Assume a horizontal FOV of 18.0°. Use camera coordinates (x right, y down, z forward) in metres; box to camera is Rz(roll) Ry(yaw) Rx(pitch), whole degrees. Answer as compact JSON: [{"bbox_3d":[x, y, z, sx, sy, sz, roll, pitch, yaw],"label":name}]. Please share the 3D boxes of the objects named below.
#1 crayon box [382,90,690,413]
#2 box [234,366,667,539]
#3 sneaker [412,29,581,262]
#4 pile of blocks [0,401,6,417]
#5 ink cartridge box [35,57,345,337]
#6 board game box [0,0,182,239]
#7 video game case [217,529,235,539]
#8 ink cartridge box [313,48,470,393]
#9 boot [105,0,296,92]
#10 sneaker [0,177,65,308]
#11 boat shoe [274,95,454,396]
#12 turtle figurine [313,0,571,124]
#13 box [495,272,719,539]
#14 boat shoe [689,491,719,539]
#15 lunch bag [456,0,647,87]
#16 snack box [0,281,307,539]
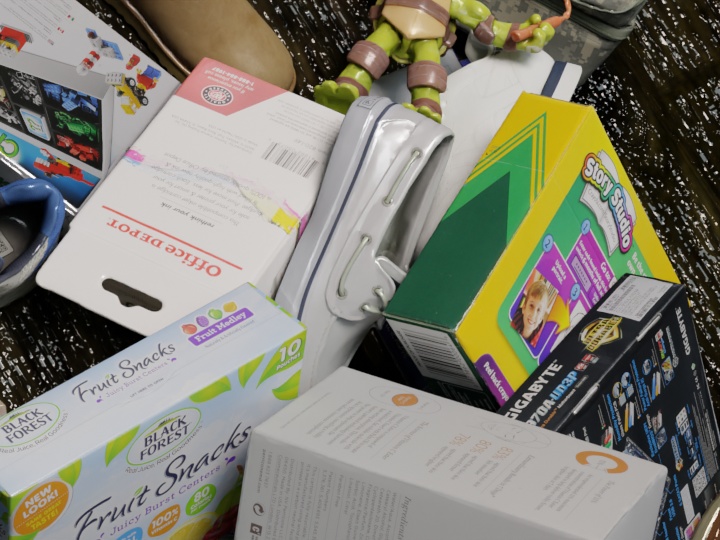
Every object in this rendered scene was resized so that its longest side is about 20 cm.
[{"bbox_3d":[0.112,0.023,1.374,0.173,0.058,0.200,-58,139,-24],"label":"crayon box"},{"bbox_3d":[0.048,0.139,1.230,0.200,0.098,0.124,16,20,19],"label":"box"},{"bbox_3d":[0.068,-0.072,1.429,0.080,0.076,0.200,29,50,1],"label":"sneaker"},{"bbox_3d":[-0.224,0.093,1.212,0.200,0.062,0.082,27,91,-30],"label":"pile of blocks"},{"bbox_3d":[-0.093,-0.022,1.339,0.116,0.068,0.200,24,54,15],"label":"ink cartridge box"},{"bbox_3d":[-0.220,-0.127,1.362,0.200,0.035,0.126,38,55,-7],"label":"board game box"},{"bbox_3d":[-0.046,0.143,1.340,0.200,0.018,0.143,15,62,-22],"label":"video game case"},{"bbox_3d":[0.068,-0.043,1.474,0.200,0.043,0.196,-25,81,-33],"label":"ink cartridge box"},{"bbox_3d":[-0.080,-0.193,1.366,0.175,0.200,0.066,37,58,-8],"label":"boot"},{"bbox_3d":[-0.241,0.007,1.258,0.077,0.085,0.200,47,55,-2],"label":"sneaker"},{"bbox_3d":[0.000,0.000,1.321,0.067,0.200,0.074,18,9,22],"label":"boat shoe"},{"bbox_3d":[0.023,-0.157,1.419,0.200,0.064,0.161,25,57,-6],"label":"turtle figurine"},{"bbox_3d":[0.158,0.127,1.373,0.159,0.046,0.200,-44,131,-35],"label":"box"},{"bbox_3d":[0.235,0.230,1.389,0.076,0.074,0.200,32,68,-46],"label":"boat shoe"},{"bbox_3d":[0.119,-0.245,1.504,0.200,0.168,0.139,30,42,-12],"label":"lunch bag"},{"bbox_3d":[-0.123,0.108,1.217,0.200,0.142,0.053,-30,54,-34],"label":"snack box"}]
